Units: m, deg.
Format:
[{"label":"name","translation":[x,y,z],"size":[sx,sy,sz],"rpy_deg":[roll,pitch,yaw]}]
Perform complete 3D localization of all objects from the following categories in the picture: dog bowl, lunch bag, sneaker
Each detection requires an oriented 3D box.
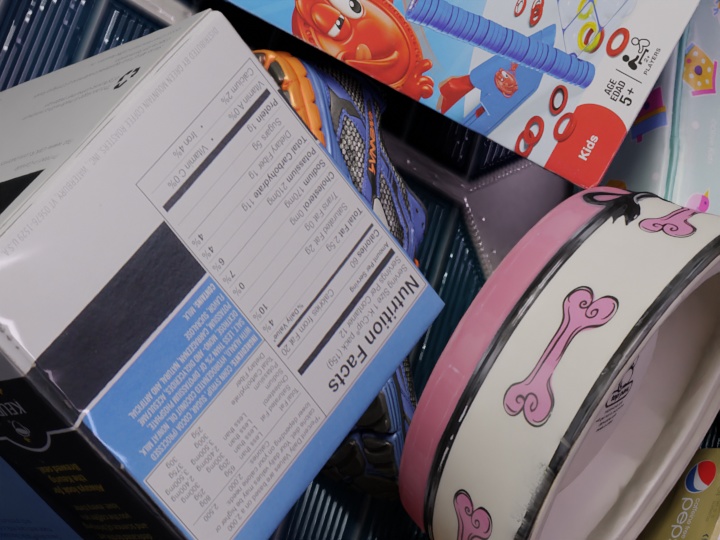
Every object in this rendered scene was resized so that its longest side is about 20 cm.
[{"label":"dog bowl","translation":[0.093,0.053,0.770],"size":[0.200,0.074,0.201],"rpy_deg":[-44,153,-29]},{"label":"lunch bag","translation":[0.189,-0.050,0.920],"size":[0.160,0.077,0.201],"rpy_deg":[17,76,-33]},{"label":"sneaker","translation":[0.000,0.000,0.781],"size":[0.078,0.075,0.201],"rpy_deg":[-14,94,-40]}]

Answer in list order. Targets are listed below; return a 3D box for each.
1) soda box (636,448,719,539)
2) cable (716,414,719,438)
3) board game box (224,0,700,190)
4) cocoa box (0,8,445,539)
[{"label":"soda box","translation":[0.223,0.170,0.929],"size":[0.200,0.064,0.068],"rpy_deg":[39,64,-26]},{"label":"cable","translation":[0.278,0.067,0.921],"size":[0.200,0.163,0.051],"rpy_deg":[-14,88,-48]},{"label":"board game box","translation":[0.057,-0.166,0.759],"size":[0.195,0.056,0.201],"rpy_deg":[26,100,-11]},{"label":"cocoa box","translation":[-0.098,0.018,0.625],"size":[0.131,0.200,0.133],"rpy_deg":[51,58,-21]}]
